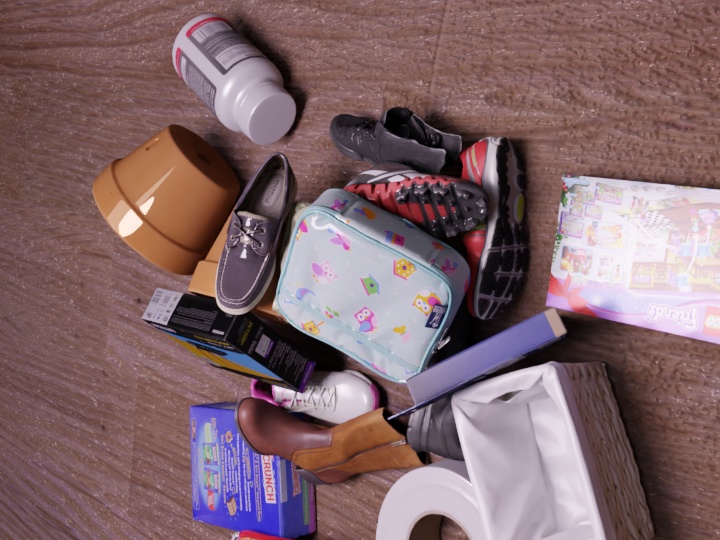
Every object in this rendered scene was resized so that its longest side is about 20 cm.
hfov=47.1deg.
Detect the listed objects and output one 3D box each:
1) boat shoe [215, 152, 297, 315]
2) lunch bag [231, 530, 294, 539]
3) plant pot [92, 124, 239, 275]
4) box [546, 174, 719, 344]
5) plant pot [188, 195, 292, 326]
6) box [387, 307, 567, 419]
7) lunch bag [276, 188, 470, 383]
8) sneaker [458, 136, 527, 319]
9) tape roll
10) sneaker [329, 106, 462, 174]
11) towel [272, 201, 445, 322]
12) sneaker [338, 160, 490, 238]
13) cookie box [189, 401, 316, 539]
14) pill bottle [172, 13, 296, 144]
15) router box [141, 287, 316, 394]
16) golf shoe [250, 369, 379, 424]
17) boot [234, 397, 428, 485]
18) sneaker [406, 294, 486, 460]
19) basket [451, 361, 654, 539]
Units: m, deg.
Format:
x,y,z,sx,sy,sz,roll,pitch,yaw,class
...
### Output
x,y,z,sx,sy,sz,roll,pitch,yaw,class
-0.125,-0.049,0.970,0.070,0.065,0.204,15,65,11,boat shoe
-0.095,0.415,1.083,0.197,0.082,0.179,-4,125,38,lunch bag
-0.271,-0.115,1.215,0.140,0.199,0.202,-44,62,15,plant pot
0.284,-0.015,0.810,0.197,0.039,0.141,13,99,41,box
-0.113,-0.011,1.083,0.197,0.198,0.143,10,81,41,plant pot
0.120,0.098,0.855,0.197,0.121,0.033,-29,77,10,box
0.011,0.023,0.886,0.197,0.077,0.163,29,121,10,lunch bag
0.138,-0.046,0.929,0.084,0.076,0.206,-2,79,47,sneaker
0.111,0.323,0.954,0.199,0.070,0.208,2,93,42,tape roll
0.036,-0.162,0.994,0.199,0.060,0.105,41,150,27,sneaker
0.000,0.000,0.980,0.195,0.037,0.152,8,80,-1,towel
0.056,-0.083,0.920,0.196,0.098,0.072,-2,123,31,sneaker
-0.159,0.285,1.194,0.197,0.074,0.176,-3,89,42,cookie box
-0.177,-0.269,1.177,0.200,0.109,0.112,47,120,31,pill bottle
-0.171,0.089,1.065,0.197,0.149,0.052,8,64,46,router box
-0.064,0.167,1.097,0.197,0.090,0.078,2,91,41,golf shoe
-0.040,0.205,1.030,0.198,0.069,0.189,-21,120,41,boot
0.116,0.123,0.955,0.089,0.075,0.205,15,105,28,sneaker
0.197,0.201,0.838,0.134,0.122,0.205,-24,74,40,basket
